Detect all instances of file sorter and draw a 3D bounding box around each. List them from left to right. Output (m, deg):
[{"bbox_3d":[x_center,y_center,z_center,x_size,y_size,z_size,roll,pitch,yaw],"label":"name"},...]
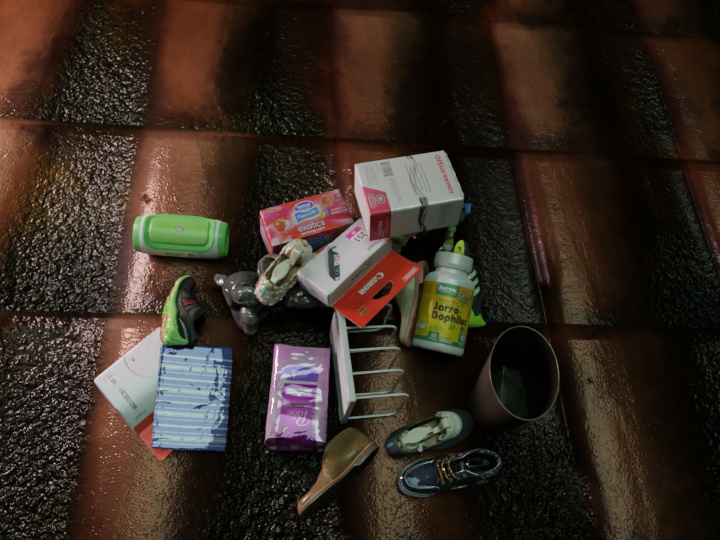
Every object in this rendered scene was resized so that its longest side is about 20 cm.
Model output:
[{"bbox_3d":[0.013,0.182,1.249,0.121,0.140,0.204,-3,61,-12],"label":"file sorter"}]

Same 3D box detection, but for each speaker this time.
[{"bbox_3d":[-0.390,-0.074,1.362,0.194,0.089,0.090,4,60,-6],"label":"speaker"}]

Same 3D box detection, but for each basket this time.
[{"bbox_3d":[0.290,0.236,1.221,0.132,0.201,0.184,11,59,-1],"label":"basket"}]

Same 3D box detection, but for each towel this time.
[{"bbox_3d":[-0.325,0.244,1.207,0.141,0.024,0.205,7,70,-18],"label":"towel"}]

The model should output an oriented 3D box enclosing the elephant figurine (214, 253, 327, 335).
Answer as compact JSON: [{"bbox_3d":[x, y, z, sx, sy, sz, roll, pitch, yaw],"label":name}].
[{"bbox_3d":[-0.179,0.041,1.313,0.197,0.141,0.158,-27,100,-24],"label":"elephant figurine"}]

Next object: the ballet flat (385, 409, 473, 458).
[{"bbox_3d":[0.145,0.320,1.230,0.195,0.074,0.074,-14,64,-16],"label":"ballet flat"}]

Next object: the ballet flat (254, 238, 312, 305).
[{"bbox_3d":[-0.143,-0.008,1.250,0.075,0.064,0.202,31,46,-1],"label":"ballet flat"}]

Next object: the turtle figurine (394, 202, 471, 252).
[{"bbox_3d":[0.138,-0.088,1.386,0.190,0.199,0.148,-5,82,-34],"label":"turtle figurine"}]

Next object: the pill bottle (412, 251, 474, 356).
[{"bbox_3d":[0.181,0.070,1.310,0.110,0.113,0.205,12,83,-1],"label":"pill bottle"}]

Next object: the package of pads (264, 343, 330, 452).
[{"bbox_3d":[-0.122,0.249,1.228,0.117,0.076,0.204,4,61,-3],"label":"package of pads"}]

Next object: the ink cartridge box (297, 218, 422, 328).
[{"bbox_3d":[0.000,0.000,1.246,0.172,0.044,0.199,31,57,30],"label":"ink cartridge box"}]

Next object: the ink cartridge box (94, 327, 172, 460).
[{"bbox_3d":[-0.393,0.236,1.213,0.199,0.058,0.162,40,63,19],"label":"ink cartridge box"}]

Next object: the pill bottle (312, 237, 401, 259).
[{"bbox_3d":[-0.012,-0.029,1.376,0.198,0.110,0.110,-31,69,-22],"label":"pill bottle"}]

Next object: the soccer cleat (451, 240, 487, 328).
[{"bbox_3d":[0.244,0.033,1.407,0.079,0.067,0.205,8,70,-22],"label":"soccer cleat"}]

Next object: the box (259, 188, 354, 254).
[{"bbox_3d":[-0.122,-0.096,1.405,0.196,0.096,0.101,-17,63,-16],"label":"box"}]

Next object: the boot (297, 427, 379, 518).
[{"bbox_3d":[-0.056,0.380,1.173,0.075,0.075,0.199,38,53,21],"label":"boot"}]

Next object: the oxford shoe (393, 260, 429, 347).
[{"bbox_3d":[0.104,0.074,1.373,0.072,0.071,0.204,0,59,23],"label":"oxford shoe"}]

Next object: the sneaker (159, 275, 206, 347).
[{"bbox_3d":[-0.358,0.088,1.269,0.082,0.077,0.202,23,31,-23],"label":"sneaker"}]

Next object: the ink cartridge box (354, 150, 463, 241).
[{"bbox_3d":[0.096,-0.156,1.275,0.195,0.085,0.147,-10,54,-8],"label":"ink cartridge box"}]

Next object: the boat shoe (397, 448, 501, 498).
[{"bbox_3d":[0.169,0.380,1.187,0.195,0.092,0.072,-7,62,-11],"label":"boat shoe"}]
